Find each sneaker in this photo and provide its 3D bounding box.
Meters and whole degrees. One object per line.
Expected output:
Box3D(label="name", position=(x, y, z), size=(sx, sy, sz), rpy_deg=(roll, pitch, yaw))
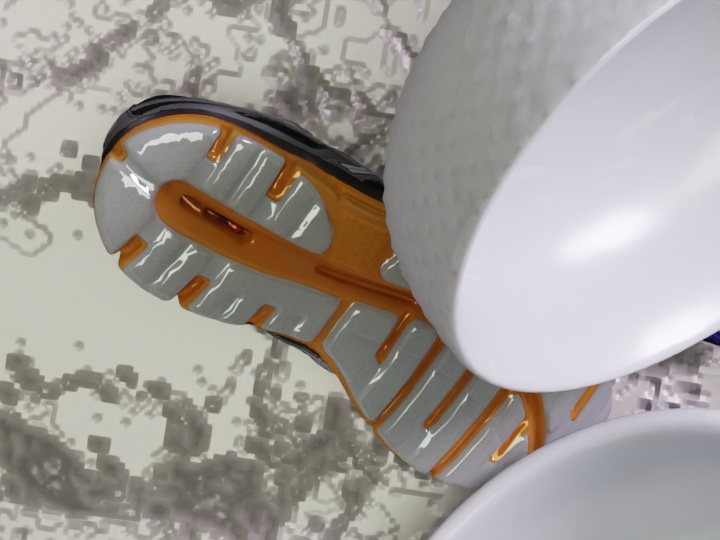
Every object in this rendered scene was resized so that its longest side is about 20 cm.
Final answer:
Box3D(label="sneaker", position=(0.000, 0.000, 0.927), size=(0.200, 0.077, 0.078), rpy_deg=(34, 100, -22))

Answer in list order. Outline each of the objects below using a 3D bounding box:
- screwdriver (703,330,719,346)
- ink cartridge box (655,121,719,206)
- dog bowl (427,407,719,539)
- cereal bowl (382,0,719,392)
Box3D(label="screwdriver", position=(0.139, 0.027, 0.954), size=(0.200, 0.028, 0.029), rpy_deg=(23, 67, -5))
Box3D(label="ink cartridge box", position=(0.147, -0.108, 0.934), size=(0.095, 0.037, 0.200), rpy_deg=(45, 96, -4))
Box3D(label="dog bowl", position=(0.095, 0.147, 0.878), size=(0.200, 0.200, 0.079), rpy_deg=(-43, 133, 4))
Box3D(label="cereal bowl", position=(0.087, -0.059, 0.836), size=(0.200, 0.200, 0.083), rpy_deg=(-39, 61, 3))
